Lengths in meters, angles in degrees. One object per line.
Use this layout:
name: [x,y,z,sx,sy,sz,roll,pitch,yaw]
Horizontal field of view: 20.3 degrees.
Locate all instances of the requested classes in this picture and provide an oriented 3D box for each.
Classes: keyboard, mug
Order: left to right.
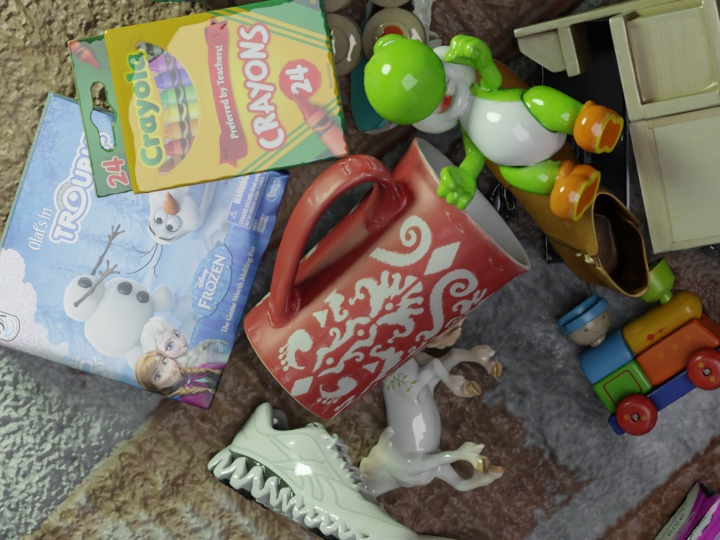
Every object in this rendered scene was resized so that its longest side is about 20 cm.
mug: [0.001,-0.002,1.559,0.200,0.134,0.178,-42,107,12]
keyboard: [0.159,-0.104,1.634,0.126,0.021,0.201,-5,100,-15]

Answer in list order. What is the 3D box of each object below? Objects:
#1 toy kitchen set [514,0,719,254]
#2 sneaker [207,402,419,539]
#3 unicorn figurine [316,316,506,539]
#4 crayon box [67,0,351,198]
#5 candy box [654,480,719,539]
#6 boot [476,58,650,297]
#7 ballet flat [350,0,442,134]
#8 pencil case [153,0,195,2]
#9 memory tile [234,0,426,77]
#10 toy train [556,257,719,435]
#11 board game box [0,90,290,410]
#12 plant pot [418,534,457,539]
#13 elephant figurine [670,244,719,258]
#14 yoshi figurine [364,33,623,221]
toy kitchen set: [0.218,-0.117,1.543,0.162,0.200,0.181,-10,98,17]
sneaker: [-0.030,0.167,1.577,0.081,0.199,0.075,-58,146,-10]
unicorn figurine: [0.045,0.135,1.624,0.137,0.074,0.201,0,77,30]
crayon box: [-0.115,-0.130,1.513,0.199,0.051,0.128,-11,95,-1]
candy box: [0.332,0.292,1.715,0.200,0.061,0.137,36,92,-13]
boot: [0.155,-0.074,1.552,0.071,0.144,0.202,-35,107,-8]
ballet flat: [0.040,-0.204,1.574,0.071,0.072,0.201,5,101,-11]
pencil case: [-0.077,-0.256,1.497,0.199,0.085,0.093,-7,135,13]
memory tile: [-0.027,-0.248,1.540,0.152,0.017,0.201,-2,96,14]
toy train: [0.264,0.037,1.626,0.200,0.085,0.116,-35,91,19]
board game box: [-0.180,-0.015,1.576,0.198,0.043,0.201,18,96,-12]
plant pot: [0.036,0.343,1.618,0.199,0.201,0.184,-6,113,-9]
elephant figurine: [0.309,-0.061,1.574,0.154,0.200,0.142,18,97,-13]
yoshi figurine: [0.081,-0.113,1.458,0.199,0.112,0.113,27,68,19]
